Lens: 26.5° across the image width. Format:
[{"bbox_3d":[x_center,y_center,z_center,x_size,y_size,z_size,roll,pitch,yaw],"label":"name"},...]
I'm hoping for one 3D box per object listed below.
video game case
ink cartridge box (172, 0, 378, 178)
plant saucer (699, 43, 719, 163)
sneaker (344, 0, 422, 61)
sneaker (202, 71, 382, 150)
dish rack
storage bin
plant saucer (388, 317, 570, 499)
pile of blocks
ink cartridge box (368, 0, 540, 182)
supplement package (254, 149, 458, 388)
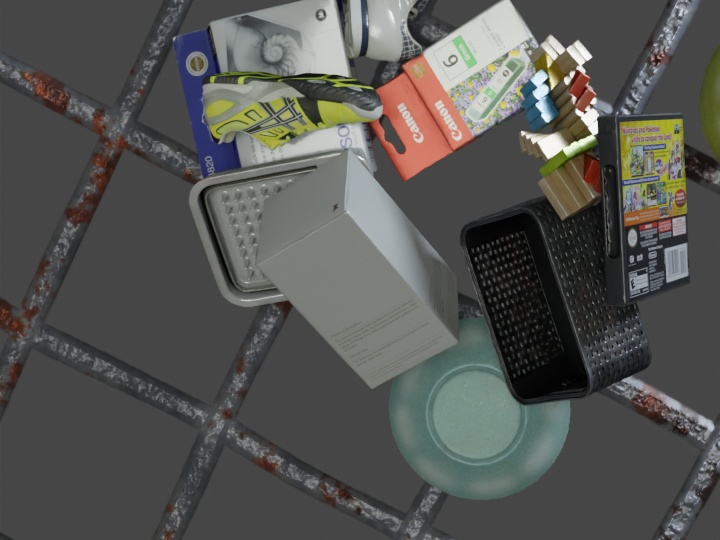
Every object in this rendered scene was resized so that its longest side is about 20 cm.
[{"bbox_3d":[0.286,-0.066,1.531,0.025,0.200,0.182,-1,95,30],"label":"video game case"},{"bbox_3d":[-0.098,-0.181,1.650,0.199,0.041,0.201,-12,93,13],"label":"ink cartridge box"},{"bbox_3d":[0.452,-0.174,1.578,0.199,0.031,0.202,1,96,9],"label":"plant saucer"},{"bbox_3d":[0.026,-0.316,1.606,0.080,0.076,0.202,2,81,-5],"label":"sneaker"},{"bbox_3d":[-0.069,-0.165,1.594,0.199,0.075,0.077,6,105,22],"label":"sneaker"},{"bbox_3d":[-0.071,-0.050,1.635,0.199,0.044,0.172,-10,125,9],"label":"dish rack"},{"bbox_3d":[0.200,0.026,1.568,0.093,0.135,0.201,-19,92,-33],"label":"storage bin"},{"bbox_3d":[0.126,0.153,1.652,0.199,0.039,0.203,1,95,9],"label":"plant saucer"},{"bbox_3d":[0.204,-0.153,1.513,0.082,0.062,0.201,1,65,-27],"label":"pile of blocks"},{"bbox_3d":[0.101,-0.189,1.619,0.199,0.050,0.109,-32,90,9],"label":"ink cartridge box"},{"bbox_3d":[0.000,0.000,1.569,0.116,0.118,0.200,-28,121,22],"label":"supplement package"}]
